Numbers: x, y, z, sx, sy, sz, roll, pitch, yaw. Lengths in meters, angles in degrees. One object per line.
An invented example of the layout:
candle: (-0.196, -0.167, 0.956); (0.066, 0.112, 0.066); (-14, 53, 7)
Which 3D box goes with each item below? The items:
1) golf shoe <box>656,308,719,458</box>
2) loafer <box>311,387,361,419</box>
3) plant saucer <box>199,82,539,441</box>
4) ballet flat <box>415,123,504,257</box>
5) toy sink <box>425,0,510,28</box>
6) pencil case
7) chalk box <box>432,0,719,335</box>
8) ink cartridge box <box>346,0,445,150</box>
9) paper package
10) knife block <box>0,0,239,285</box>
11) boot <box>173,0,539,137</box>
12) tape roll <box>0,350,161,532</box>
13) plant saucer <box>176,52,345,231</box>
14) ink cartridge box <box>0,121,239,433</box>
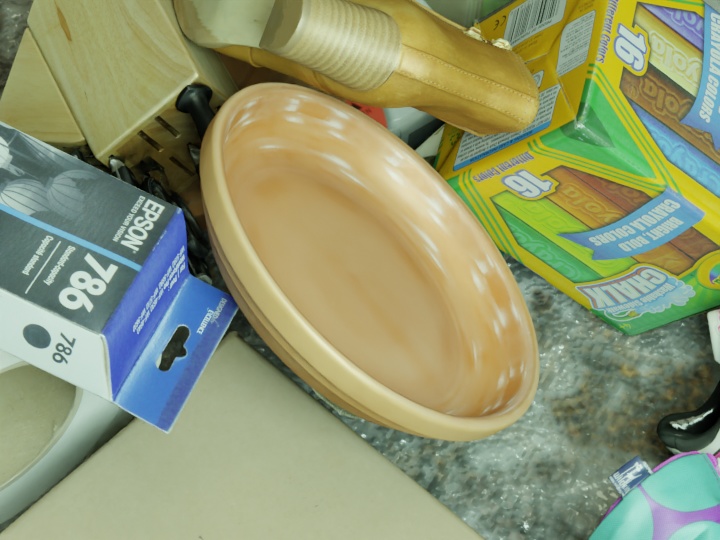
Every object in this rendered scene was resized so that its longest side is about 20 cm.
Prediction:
golf shoe: (0.218, 0.034, 1.102); (0.092, 0.200, 0.073); (25, 28, 0)
loafer: (-0.009, 0.014, 1.139); (0.075, 0.070, 0.200); (35, 26, -22)
plant saucer: (0.000, 0.000, 1.050); (0.200, 0.037, 0.200); (34, 31, -24)
ballet flat: (0.052, -0.037, 1.217); (0.074, 0.074, 0.200); (13, 54, 4)
toy sink: (0.086, -0.242, 1.270); (0.130, 0.200, 0.112); (-30, 63, -22)
pencil case: (0.194, 0.176, 1.075); (0.092, 0.085, 0.200); (-45, 68, 5)
chalk box: (0.155, -0.054, 1.175); (0.200, 0.125, 0.124); (33, 56, -25)
ink cartridge box: (-0.048, -0.131, 1.279); (0.162, 0.050, 0.200); (-31, 67, -21)
paper package: (-0.055, 0.162, 1.057); (0.200, 0.104, 0.191); (38, 63, 20)
knife block: (-0.094, -0.093, 1.149); (0.175, 0.064, 0.201); (5, 70, 31)
boot: (-0.004, -0.117, 1.124); (0.144, 0.071, 0.201); (19, 11, -28)
tape roll: (-0.192, 0.056, 1.060); (0.202, 0.203, 0.071); (-32, 64, -22)
plant saucer: (-0.094, -0.115, 1.218); (0.200, 0.032, 0.201); (-12, 63, 24)
ink cartridge box: (-0.150, -0.013, 0.971); (0.199, 0.039, 0.100); (26, 40, -1)
